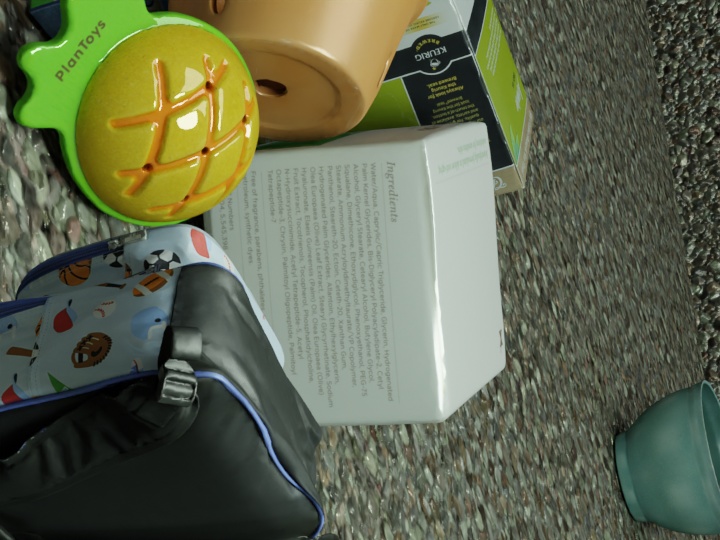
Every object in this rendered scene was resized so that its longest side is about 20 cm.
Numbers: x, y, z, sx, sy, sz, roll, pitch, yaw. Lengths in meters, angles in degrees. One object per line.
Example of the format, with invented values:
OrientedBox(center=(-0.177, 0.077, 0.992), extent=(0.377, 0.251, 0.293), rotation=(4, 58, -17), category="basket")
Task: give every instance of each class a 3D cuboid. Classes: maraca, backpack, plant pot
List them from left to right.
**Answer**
OrientedBox(center=(-0.128, 0.076, 1.040), extent=(0.155, 0.189, 0.201), rotation=(-95, 165, -46), category="backpack")
OrientedBox(center=(-0.139, -0.105, 1.278), extent=(0.138, 0.107, 0.200), rotation=(-56, 138, -6), category="maraca")
OrientedBox(center=(-0.051, -0.182, 1.390), extent=(0.200, 0.199, 0.141), rotation=(49, 45, -54), category="plant pot")
OrientedBox(center=(0.411, 0.258, 2.636), extent=(0.200, 0.133, 0.202), rotation=(-16, 90, -73), category="plant pot")

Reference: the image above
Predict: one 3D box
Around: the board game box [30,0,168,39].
OrientedBox(center=(-0.160, -0.170, 1.389), extent=(0.200, 0.034, 0.136), rotation=(54, 28, -50), category="board game box")

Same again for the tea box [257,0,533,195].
OrientedBox(center=(0.016, -0.151, 1.645), extent=(0.134, 0.199, 0.198), rotation=(-75, 147, -59), category="tea box")

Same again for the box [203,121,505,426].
OrientedBox(center=(0.000, 0.000, 1.472), extent=(0.199, 0.170, 0.202), rotation=(-24, 111, -72), category="box")
